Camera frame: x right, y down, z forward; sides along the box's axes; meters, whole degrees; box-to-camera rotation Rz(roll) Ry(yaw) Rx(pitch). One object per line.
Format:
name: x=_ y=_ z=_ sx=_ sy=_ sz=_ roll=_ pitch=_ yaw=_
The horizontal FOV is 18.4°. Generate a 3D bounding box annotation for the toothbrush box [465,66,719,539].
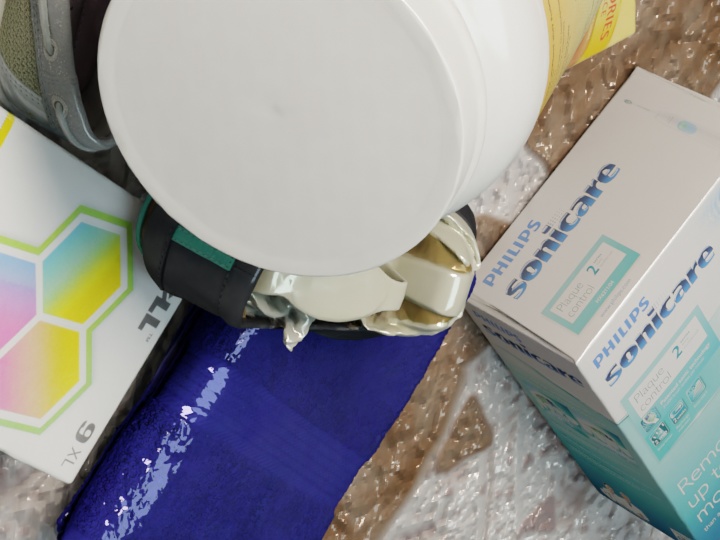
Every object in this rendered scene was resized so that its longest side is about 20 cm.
toothbrush box: x=0.153 y=0.024 z=1.082 sx=0.147 sy=0.085 sz=0.200 roll=-50 pitch=137 yaw=-12

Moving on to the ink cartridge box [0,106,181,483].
ink cartridge box: x=-0.124 y=0.009 z=0.809 sx=0.200 sy=0.059 sz=0.104 roll=36 pitch=83 yaw=-50

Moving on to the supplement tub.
supplement tub: x=0.007 y=-0.102 z=0.748 sx=0.200 sy=0.143 sz=0.145 roll=-58 pitch=150 yaw=-51

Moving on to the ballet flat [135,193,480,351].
ballet flat: x=0.000 y=0.000 z=0.844 sx=0.199 sy=0.073 sz=0.074 roll=6 pitch=108 yaw=-53

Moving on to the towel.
towel: x=-0.039 y=0.052 z=0.935 sx=0.201 sy=0.049 sz=0.148 roll=-57 pitch=146 yaw=-5

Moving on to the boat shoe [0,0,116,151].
boat shoe: x=-0.084 y=-0.144 z=0.759 sx=0.074 sy=0.065 sz=0.203 roll=2 pitch=111 yaw=-46

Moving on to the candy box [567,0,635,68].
candy box: x=0.054 y=-0.172 z=0.890 sx=0.116 sy=0.056 sz=0.201 roll=-28 pitch=131 yaw=-32
